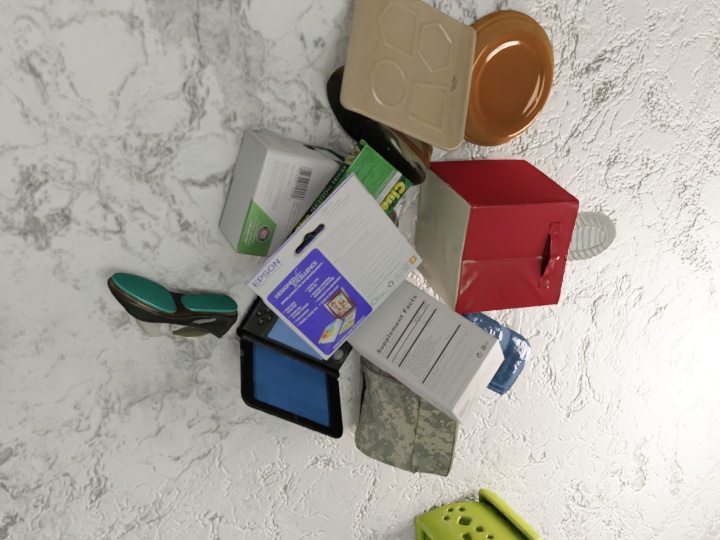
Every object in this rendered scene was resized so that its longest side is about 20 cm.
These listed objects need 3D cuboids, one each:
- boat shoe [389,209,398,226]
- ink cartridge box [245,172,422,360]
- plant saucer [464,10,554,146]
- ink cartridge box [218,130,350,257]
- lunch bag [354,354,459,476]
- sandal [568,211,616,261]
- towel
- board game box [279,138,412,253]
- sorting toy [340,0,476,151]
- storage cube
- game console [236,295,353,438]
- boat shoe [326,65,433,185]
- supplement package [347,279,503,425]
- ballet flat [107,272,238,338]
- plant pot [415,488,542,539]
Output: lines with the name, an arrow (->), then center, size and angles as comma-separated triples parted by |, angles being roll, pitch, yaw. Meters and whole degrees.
boat shoe -> 0.000, 0.000, 1.329 | 0.202, 0.072, 0.063 | -59, 144, -7
ink cartridge box -> -0.035, -0.008, 1.187 | 0.198, 0.043, 0.200 | -45, 133, -2
plant saucer -> 0.213, -0.280, 1.330 | 0.196, 0.037, 0.204 | -13, 120, -24
ink cartridge box -> -0.076, -0.093, 1.228 | 0.196, 0.084, 0.149 | 8, 111, -34
lunch bag -> 0.074, 0.213, 1.434 | 0.163, 0.140, 0.204 | 6, 122, 1
sandal -> 0.336, -0.052, 1.516 | 0.198, 0.050, 0.084 | -16, 108, -7
towel -> 0.211, 0.138, 1.538 | 0.198, 0.048, 0.113 | 28, 98, -37
board game box -> -0.024, -0.067, 1.204 | 0.104, 0.023, 0.201 | 35, 95, -37
sorting toy -> 0.065, -0.276, 1.211 | 0.197, 0.036, 0.190 | 15, 78, -32
storage cube -> 0.194, -0.055, 1.340 | 0.176, 0.200, 0.175 | -4, 118, -20
game console -> -0.075, 0.124, 1.320 | 0.198, 0.118, 0.173 | 27, 100, -37
boat shoe -> 0.031, -0.208, 1.247 | 0.200, 0.075, 0.075 | 48, 60, -29
supplement package -> 0.091, 0.110, 1.295 | 0.121, 0.198, 0.121 | -54, 158, -7
ballet flat -> -0.258, 0.059, 1.216 | 0.197, 0.068, 0.069 | 16, 115, -34
plant pot -> 0.233, 0.548, 1.674 | 0.179, 0.198, 0.204 | -23, 124, -25
